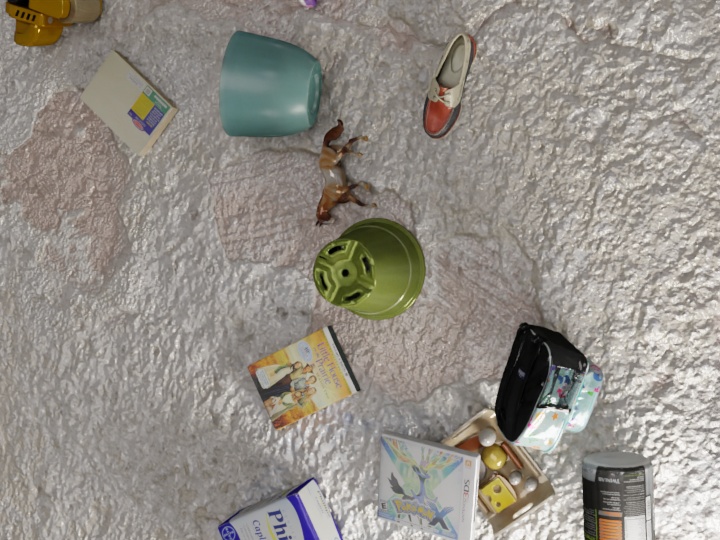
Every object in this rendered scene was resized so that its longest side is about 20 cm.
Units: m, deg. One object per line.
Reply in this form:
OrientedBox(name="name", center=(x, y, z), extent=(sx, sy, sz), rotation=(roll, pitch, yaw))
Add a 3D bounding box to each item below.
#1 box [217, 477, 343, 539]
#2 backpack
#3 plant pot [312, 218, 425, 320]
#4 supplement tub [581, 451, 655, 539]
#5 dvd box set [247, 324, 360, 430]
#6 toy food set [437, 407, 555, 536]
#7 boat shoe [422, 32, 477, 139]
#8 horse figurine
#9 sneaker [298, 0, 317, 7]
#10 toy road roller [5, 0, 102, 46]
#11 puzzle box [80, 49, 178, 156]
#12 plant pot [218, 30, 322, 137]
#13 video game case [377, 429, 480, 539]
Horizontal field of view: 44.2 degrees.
OrientedBox(name="box", center=(-0.151, 0.544, 1.768), extent=(0.199, 0.105, 0.185), rotation=(-28, 84, 18))
OrientedBox(name="backpack", center=(0.319, 0.213, 1.552), extent=(0.150, 0.178, 0.201), rotation=(19, 100, -13))
OrientedBox(name="plant pot", center=(0.000, 0.000, 1.649), extent=(0.199, 0.190, 0.201), rotation=(1, 92, 20))
OrientedBox(name="supplement tub", center=(0.450, 0.426, 1.544), extent=(0.122, 0.122, 0.201), rotation=(-1, 92, 19))
OrientedBox(name="dvd box set", center=(-0.115, 0.217, 1.781), extent=(0.199, 0.029, 0.147), rotation=(-27, 83, 19))
OrientedBox(name="toy food set", center=(0.243, 0.374, 1.646), extent=(0.143, 0.060, 0.200), rotation=(-40, 79, 16))
OrientedBox(name="boat shoe", center=(0.162, -0.342, 1.646), extent=(0.071, 0.063, 0.201), rotation=(24, 101, 15))
OrientedBox(name="horse figurine", center=(-0.039, -0.190, 1.723), extent=(0.132, 0.050, 0.201), rotation=(-3, 99, 36))
OrientedBox(name="sneaker", center=(-0.093, -0.615, 1.720), extent=(0.088, 0.080, 0.201), rotation=(-3, 90, 12))
OrientedBox(name="toy road roller", center=(-0.667, -0.545, 1.903), extent=(0.199, 0.123, 0.147), rotation=(21, 113, 18))
OrientedBox(name="puzzle box", center=(-0.496, -0.357, 1.895), extent=(0.200, 0.025, 0.133), rotation=(44, 104, 12))
OrientedBox(name="plant pot", center=(-0.163, -0.347, 1.697), extent=(0.160, 0.201, 0.202), rotation=(9, 95, 7))
OrientedBox(name="video game case", center=(0.126, 0.411, 1.679), extent=(0.199, 0.022, 0.183), rotation=(9, 105, 28))
